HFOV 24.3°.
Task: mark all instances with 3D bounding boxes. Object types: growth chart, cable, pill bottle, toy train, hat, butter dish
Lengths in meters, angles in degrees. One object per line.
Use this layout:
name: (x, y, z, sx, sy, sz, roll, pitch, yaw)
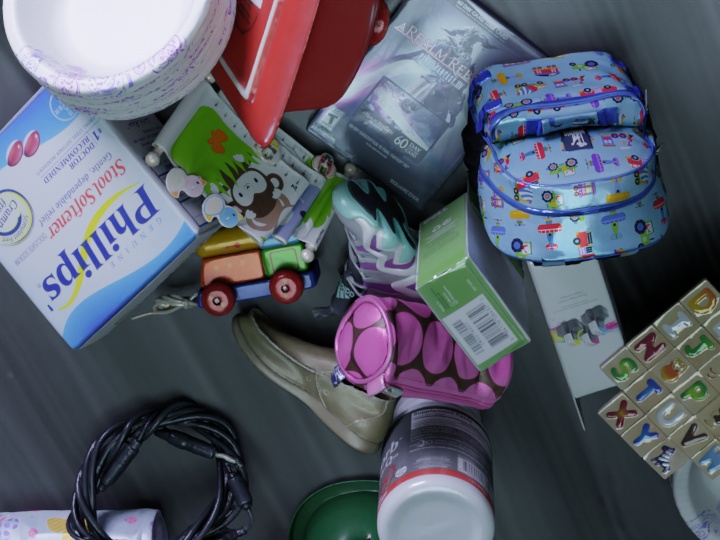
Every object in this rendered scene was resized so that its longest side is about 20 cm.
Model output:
growth chart: (-0.101, -0.094, 1.574, 0.199, 0.146, 0.018, 34, 146, -21)
cable: (-0.216, 0.228, 1.752, 0.198, 0.051, 0.165, -17, 87, -3)
pill bottle: (0.076, 0.204, 1.679, 0.114, 0.200, 0.117, 1, 117, 2)
toy train: (-0.147, -0.020, 1.655, 0.198, 0.085, 0.117, -10, 105, 9)
hat: (-0.010, 0.335, 1.762, 0.198, 0.176, 0.167, -4, 116, 6)
butter dish: (-0.042, -0.232, 1.503, 0.146, 0.200, 0.201, 3, 122, -28)

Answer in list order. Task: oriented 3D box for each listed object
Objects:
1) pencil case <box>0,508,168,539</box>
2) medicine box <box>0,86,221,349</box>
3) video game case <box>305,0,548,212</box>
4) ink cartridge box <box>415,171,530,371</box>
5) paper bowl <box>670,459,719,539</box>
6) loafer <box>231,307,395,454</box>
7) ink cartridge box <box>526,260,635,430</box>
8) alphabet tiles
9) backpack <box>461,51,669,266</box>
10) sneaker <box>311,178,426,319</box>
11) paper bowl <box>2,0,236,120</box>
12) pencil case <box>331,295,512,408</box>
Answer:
pencil case: (-0.306, 0.304, 1.820, 0.198, 0.084, 0.091, 0, 130, 4)
medicine box: (-0.256, -0.064, 1.595, 0.182, 0.103, 0.200, -41, 88, 20)
video game case: (0.062, -0.170, 1.598, 0.142, 0.019, 0.200, 35, 114, -13)
ink cartridge box: (0.105, -0.002, 1.575, 0.059, 0.200, 0.104, -32, 110, 17)
paper bowl: (0.410, 0.184, 1.694, 0.198, 0.105, 0.203, 2, 117, 3)
loafer: (-0.044, 0.100, 1.699, 0.200, 0.076, 0.068, 40, 100, 1)
ink cartridge box: (0.216, 0.040, 1.637, 0.067, 0.115, 0.201, -17, 115, 9)
alphabet tiles: (0.332, 0.105, 1.594, 0.200, 0.006, 0.166, -42, 104, 17)
backpack: (0.188, -0.095, 1.514, 0.180, 0.201, 0.136, -6, 121, 0)
sneaker: (0.000, 0.000, 1.621, 0.139, 0.078, 0.200, -33, 136, 19)
paper bowl: (-0.207, -0.230, 1.484, 0.198, 0.104, 0.203, -5, 72, 15)
pencil case: (0.066, 0.086, 1.623, 0.199, 0.094, 0.091, 11, 136, -44)
